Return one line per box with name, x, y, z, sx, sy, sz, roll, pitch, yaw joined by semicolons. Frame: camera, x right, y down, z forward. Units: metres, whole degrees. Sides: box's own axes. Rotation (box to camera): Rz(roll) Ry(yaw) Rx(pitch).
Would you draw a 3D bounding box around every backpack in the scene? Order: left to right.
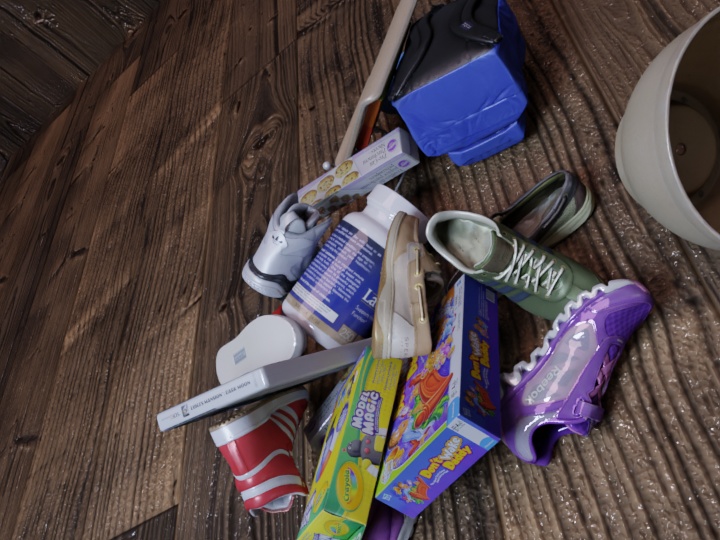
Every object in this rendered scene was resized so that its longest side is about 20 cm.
backpack;0.133;-0.249;0.879;0.160;0.168;0.202;-17;43;25

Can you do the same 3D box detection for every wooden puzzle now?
wooden puzzle;0.025;-0.252;0.943;0.200;0.037;0.188;127;164;-68

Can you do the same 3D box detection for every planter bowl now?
planter bowl;0.305;-0.111;0.588;0.202;0.199;0.135;-57;11;-7

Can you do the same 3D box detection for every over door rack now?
over door rack;0.006;-0.133;1.008;0.146;0.066;0.203;-12;53;43

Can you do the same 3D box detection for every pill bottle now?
pill bottle;0.000;0.000;0.867;0.201;0.115;0.115;-54;37;-1

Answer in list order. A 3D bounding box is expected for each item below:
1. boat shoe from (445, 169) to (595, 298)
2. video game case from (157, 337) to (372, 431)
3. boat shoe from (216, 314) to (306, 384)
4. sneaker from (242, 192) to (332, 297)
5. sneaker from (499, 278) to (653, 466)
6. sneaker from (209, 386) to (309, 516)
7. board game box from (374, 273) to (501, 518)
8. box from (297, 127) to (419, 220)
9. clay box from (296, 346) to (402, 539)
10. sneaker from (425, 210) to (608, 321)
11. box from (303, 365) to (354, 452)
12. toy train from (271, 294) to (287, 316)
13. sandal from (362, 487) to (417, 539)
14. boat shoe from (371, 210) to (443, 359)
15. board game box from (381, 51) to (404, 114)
boat shoe;0.164;-0.036;0.761;0.200;0.065;0.074;-44;39;13
video game case;-0.093;0.121;0.752;0.180;0.198;0.024;-28;78;36
boat shoe;-0.114;0.106;0.867;0.199;0.068;0.073;-38;63;46
sneaker;-0.073;-0.036;0.913;0.075;0.199;0.116;35;109;13
sneaker;0.194;0.099;0.618;0.201;0.080;0.089;-49;41;15
sneaker;-0.092;0.200;0.767;0.070;0.200;0.114;-27;84;15
board game box;0.078;0.115;0.668;0.135;0.044;0.201;-54;13;33
box;-0.008;-0.127;0.942;0.198;0.038;0.042;-25;60;37
clay box;-0.014;0.192;0.686;0.115;0.047;0.202;117;173;-51
sneaker;0.146;-0.004;0.676;0.198;0.089;0.068;31;99;27
box;0.009;0.127;0.813;0.201;0.039;0.041;-53;19;1
toy train;-0.107;0.074;0.981;0.034;0.046;0.202;-30;42;26
sandal;0.028;0.222;0.714;0.082;0.050;0.206;-16;50;39
boat shoe;0.055;0.015;0.736;0.068;0.075;0.202;7;46;4
board game box;0.111;-0.301;1.046;0.199;0.039;0.159;-41;39;8
